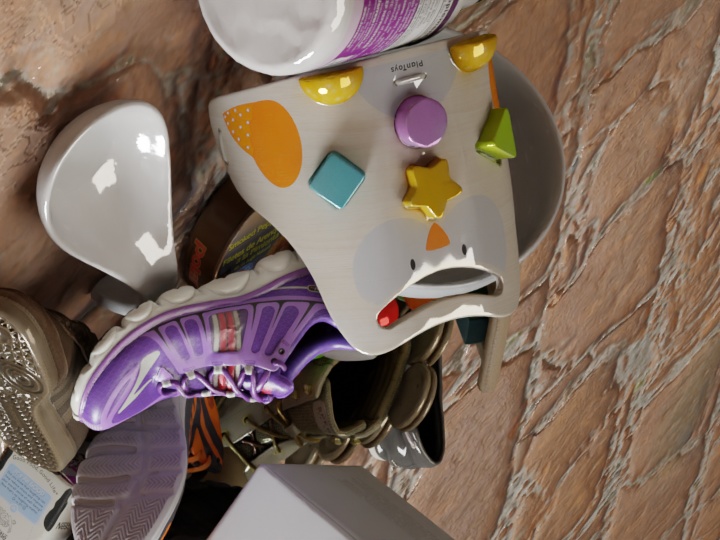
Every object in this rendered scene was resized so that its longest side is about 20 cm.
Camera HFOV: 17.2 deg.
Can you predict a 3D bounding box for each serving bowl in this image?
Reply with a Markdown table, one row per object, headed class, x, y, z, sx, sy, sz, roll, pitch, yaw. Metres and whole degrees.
| class | x | y | z | sx | sy | sz | roll | pitch | yaw |
| --- | --- | --- | --- | --- | --- | --- | --- | --- | --- |
| serving bowl | 0.034 | -0.065 | 1.599 | 0.200 | 0.200 | 0.066 | -42 | 168 | -26 |

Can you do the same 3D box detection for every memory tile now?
| class | x | y | z | sx | sy | sz | roll | pitch | yaw |
| --- | --- | --- | --- | --- | --- | --- | --- | --- | --- |
| memory tile | 0.011 | 0.068 | 1.760 | 0.200 | 0.017 | 0.154 | -31 | -140 | 53 |

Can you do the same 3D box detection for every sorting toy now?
| class | x | y | z | sx | sy | sz | roll | pitch | yaw |
| --- | --- | --- | --- | --- | --- | --- | --- | --- | --- |
| sorting toy | 0.031 | -0.047 | 1.499 | 0.199 | 0.181 | 0.107 | -17 | -175 | -26 |
| sorting toy | 0.080 | -0.038 | 1.776 | 0.036 | 0.201 | 0.186 | -5 | 140 | -10 |

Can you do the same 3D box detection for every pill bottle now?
| class | x | y | z | sx | sy | sz | roll | pitch | yaw |
| --- | --- | --- | --- | --- | --- | --- | --- | --- | --- |
| pill bottle | 0.000 | -0.187 | 1.456 | 0.200 | 0.112 | 0.113 | -21 | 141 | -53 |

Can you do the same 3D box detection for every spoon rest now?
| class | x | y | z | sx | sy | sz | roll | pitch | yaw |
| --- | --- | --- | --- | --- | --- | --- | --- | --- | --- |
| spoon rest | -0.147 | -0.031 | 1.458 | 0.099 | 0.061 | 0.200 | -45 | 157 | -20 |

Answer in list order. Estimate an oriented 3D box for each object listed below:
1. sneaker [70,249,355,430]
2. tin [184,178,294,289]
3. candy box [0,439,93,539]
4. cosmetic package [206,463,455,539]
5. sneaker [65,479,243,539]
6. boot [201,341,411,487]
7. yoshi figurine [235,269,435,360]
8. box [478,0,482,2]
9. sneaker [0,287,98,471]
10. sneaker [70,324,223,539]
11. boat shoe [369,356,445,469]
| class | x | y | z | sx | sy | sz | roll | pitch | yaw |
| --- | --- | --- | --- | --- | --- | --- | --- | --- | --- |
| sneaker | -0.085 | 0.052 | 1.484 | 0.199 | 0.084 | 0.081 | -24 | 155 | -16 |
| tin | -0.046 | -0.044 | 1.665 | 0.200 | 0.042 | 0.112 | -34 | 154 | -39 |
| candy box | -0.231 | 0.212 | 1.634 | 0.201 | 0.061 | 0.136 | -59 | 157 | 9 |
| cosmetic package | -0.017 | 0.244 | 1.613 | 0.168 | 0.166 | 0.200 | -55 | 161 | 7 |
| sneaker | -0.138 | 0.202 | 1.625 | 0.199 | 0.075 | 0.080 | -17 | 126 | -44 |
| boot | -0.058 | 0.113 | 1.713 | 0.200 | 0.072 | 0.154 | -51 | -158 | -19 |
| yoshi figurine | -0.009 | -0.007 | 1.659 | 0.199 | 0.112 | 0.113 | -28 | 105 | -22 |
| box | 0.105 | -0.268 | 1.630 | 0.200 | 0.049 | 0.160 | -30 | 145 | -44 |
| sneaker | -0.202 | 0.050 | 1.482 | 0.200 | 0.070 | 0.076 | 92 | 23 | -61 |
| sneaker | -0.130 | 0.131 | 1.588 | 0.112 | 0.077 | 0.201 | 68 | 29 | -52 |
| boat shoe | 0.043 | 0.056 | 1.851 | 0.067 | 0.057 | 0.201 | -12 | 107 | -48 |
